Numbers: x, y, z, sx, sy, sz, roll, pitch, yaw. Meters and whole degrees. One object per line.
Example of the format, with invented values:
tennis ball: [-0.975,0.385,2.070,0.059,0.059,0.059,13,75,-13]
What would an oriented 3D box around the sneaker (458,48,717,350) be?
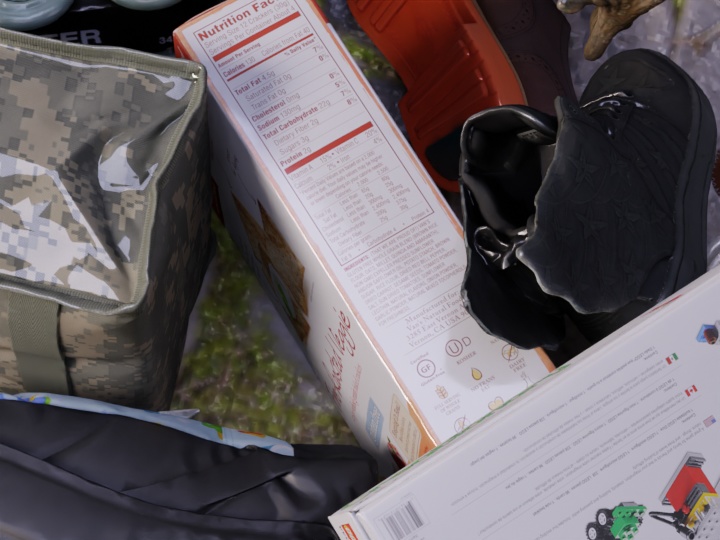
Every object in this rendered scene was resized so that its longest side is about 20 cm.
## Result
sneaker: [0.081,-0.038,0.763,0.104,0.060,0.201,39,37,-29]

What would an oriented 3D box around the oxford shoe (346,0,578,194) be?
oxford shoe: [0.045,-0.116,0.889,0.072,0.071,0.201,6,58,-37]

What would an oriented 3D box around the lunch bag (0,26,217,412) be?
lunch bag: [-0.162,-0.021,0.780,0.199,0.164,0.118,14,68,2]

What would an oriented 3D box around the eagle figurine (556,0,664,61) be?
eagle figurine: [0.103,-0.195,0.853,0.151,0.151,0.201,-8,71,2]

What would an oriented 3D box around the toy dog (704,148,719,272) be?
toy dog: [0.196,-0.056,0.829,0.131,0.096,0.201,21,104,-31]

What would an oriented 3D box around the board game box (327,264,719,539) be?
board game box: [0.105,0.083,0.676,0.199,0.035,0.127,-30,89,-19]

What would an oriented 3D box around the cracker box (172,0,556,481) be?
cracker box: [0.000,0.000,0.798,0.057,0.134,0.201,-29,74,-11]

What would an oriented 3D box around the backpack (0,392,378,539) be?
backpack: [-0.114,0.122,0.755,0.199,0.154,0.164,16,75,-21]

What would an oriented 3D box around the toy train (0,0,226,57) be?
toy train: [-0.142,-0.131,0.869,0.199,0.085,0.115,-8,59,-4]
